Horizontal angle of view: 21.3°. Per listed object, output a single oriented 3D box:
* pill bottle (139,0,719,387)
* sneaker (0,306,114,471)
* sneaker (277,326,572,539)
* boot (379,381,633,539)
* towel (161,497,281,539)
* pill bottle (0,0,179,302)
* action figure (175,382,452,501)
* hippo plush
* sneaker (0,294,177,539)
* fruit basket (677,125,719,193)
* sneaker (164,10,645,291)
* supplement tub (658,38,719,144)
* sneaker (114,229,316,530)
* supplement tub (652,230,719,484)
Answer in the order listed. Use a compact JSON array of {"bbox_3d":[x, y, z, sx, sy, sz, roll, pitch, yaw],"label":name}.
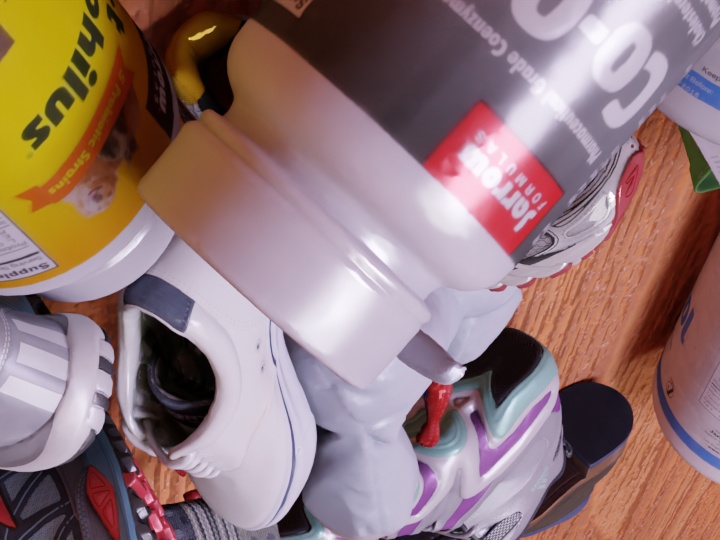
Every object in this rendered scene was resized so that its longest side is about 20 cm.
[{"bbox_3d":[0.032,-0.068,0.601,0.200,0.114,0.114,-48,151,0],"label":"pill bottle"},{"bbox_3d":[-0.194,0.035,0.687,0.199,0.076,0.115,-15,153,33],"label":"sneaker"},{"bbox_3d":[0.041,0.137,1.093,0.199,0.078,0.140,-30,130,-10],"label":"sneaker"},{"bbox_3d":[0.087,0.154,1.213,0.199,0.075,0.097,-25,147,-23],"label":"boot"},{"bbox_3d":[-0.092,0.204,0.806,0.192,0.201,0.034,-7,170,-44],"label":"towel"},{"bbox_3d":[-0.126,-0.062,0.614,0.109,0.109,0.200,-35,152,0],"label":"pill bottle"},{"bbox_3d":[0.001,0.069,1.001,0.199,0.065,0.099,-35,144,0],"label":"action figure"},{"bbox_3d":[0.000,0.000,0.859,0.161,0.159,0.200,-50,167,-32],"label":"hippo plush"},{"bbox_3d":[-0.131,0.095,0.750,0.095,0.200,0.080,-30,136,-8],"label":"sneaker"},{"bbox_3d":[0.247,-0.040,0.967,0.184,0.201,0.094,-14,160,-36],"label":"fruit basket"},{"bbox_3d":[0.009,-0.049,0.711,0.082,0.199,0.078,50,57,-56],"label":"sneaker"},{"bbox_3d":[0.191,-0.157,0.779,0.131,0.132,0.201,-15,147,-33],"label":"supplement tub"},{"bbox_3d":[-0.066,0.050,0.767,0.071,0.073,0.201,-50,151,-32],"label":"sneaker"},{"bbox_3d":[0.263,0.033,1.163,0.131,0.132,0.201,-20,148,-26],"label":"supplement tub"}]
